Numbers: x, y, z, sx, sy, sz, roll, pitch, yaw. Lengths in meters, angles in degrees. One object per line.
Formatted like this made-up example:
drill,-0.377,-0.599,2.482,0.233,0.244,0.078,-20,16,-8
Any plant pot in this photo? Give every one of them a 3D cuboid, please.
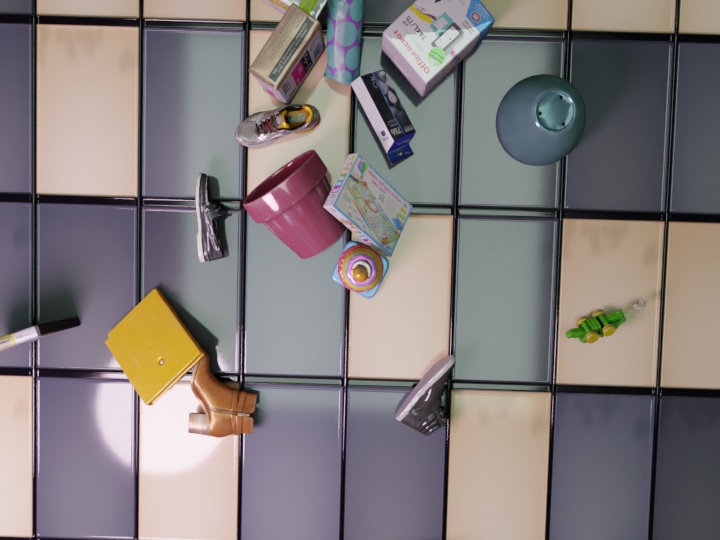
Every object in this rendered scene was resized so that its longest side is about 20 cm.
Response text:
plant pot,0.411,-0.339,1.542,0.196,0.135,0.204,0,94,1
plant pot,-0.130,-0.134,1.540,0.199,0.200,0.180,-35,109,2

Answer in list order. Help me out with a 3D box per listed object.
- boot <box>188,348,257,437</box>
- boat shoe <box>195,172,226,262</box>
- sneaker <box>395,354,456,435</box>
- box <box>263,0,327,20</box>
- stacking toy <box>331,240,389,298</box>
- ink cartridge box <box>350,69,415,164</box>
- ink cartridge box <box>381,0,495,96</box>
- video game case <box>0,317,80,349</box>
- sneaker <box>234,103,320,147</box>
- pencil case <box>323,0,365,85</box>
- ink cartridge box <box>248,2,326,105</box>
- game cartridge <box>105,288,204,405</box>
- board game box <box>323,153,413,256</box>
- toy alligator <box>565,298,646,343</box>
boot,-0.315,0.283,1.621,0.152,0.074,0.204,3,92,-7
boat shoe,-0.337,-0.120,1.590,0.065,0.075,0.204,-1,94,-2
sneaker,0.178,0.293,1.615,0.099,0.071,0.201,37,99,-3
box,-0.154,-0.633,1.544,0.198,0.101,0.114,32,92,-1
stacking toy,0.000,0.000,1.530,0.115,0.200,0.111,27,93,0
ink cartridge box,0.061,-0.345,1.564,0.039,0.099,0.202,-24,96,42
ink cartridge box,0.164,-0.513,1.527,0.200,0.146,0.147,-42,92,3
video game case,-0.744,0.149,1.544,0.178,0.200,0.026,-19,91,1
sneaker,-0.190,-0.335,1.572,0.197,0.082,0.079,-19,93,2
pencil case,-0.035,-0.514,1.522,0.083,0.093,0.203,7,125,1
ink cartridge box,-0.152,-0.457,1.505,0.075,0.200,0.166,33,94,-1
game cartridge,-0.473,0.173,1.598,0.176,0.032,0.201,-42,70,3
board game box,0.021,-0.140,1.533,0.199,0.034,0.136,39,68,-34
toy alligator,0.566,0.125,1.611,0.197,0.060,0.055,-23,135,0
